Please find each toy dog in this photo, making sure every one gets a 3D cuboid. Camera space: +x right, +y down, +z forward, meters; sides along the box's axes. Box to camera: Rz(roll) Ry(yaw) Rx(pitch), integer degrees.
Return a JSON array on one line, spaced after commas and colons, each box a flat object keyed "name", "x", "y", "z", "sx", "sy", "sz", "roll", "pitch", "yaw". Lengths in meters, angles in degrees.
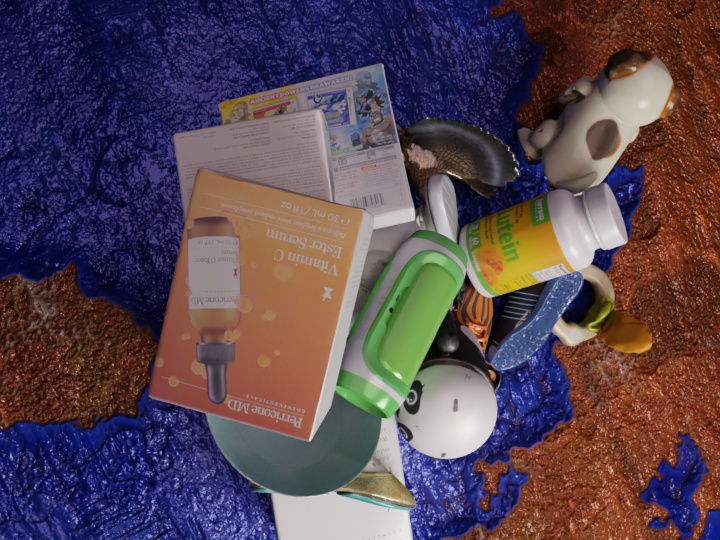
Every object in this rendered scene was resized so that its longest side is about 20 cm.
[{"name": "toy dog", "x": 0.336, "y": -0.214, "z": 0.811, "sx": 0.139, "sy": 0.194, "sz": 0.200, "roll": 39, "pitch": 121, "yaw": -3}]

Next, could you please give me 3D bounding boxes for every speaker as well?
[{"name": "speaker", "x": 0.045, "y": 0.056, "z": 0.639, "sx": 0.088, "sy": 0.088, "sz": 0.201, "roll": 34, "pitch": 70, "yaw": -11}]

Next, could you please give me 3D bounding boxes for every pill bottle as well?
[{"name": "pill bottle", "x": 0.245, "y": -0.043, "z": 0.783, "sx": 0.199, "sy": 0.111, "sz": 0.112, "roll": -21, "pitch": 97, "yaw": 31}]

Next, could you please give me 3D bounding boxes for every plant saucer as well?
[{"name": "plant saucer", "x": -0.073, "y": 0.148, "z": 0.630, "sx": 0.199, "sy": 0.039, "sz": 0.202, "roll": 16, "pitch": 48, "yaw": -18}]

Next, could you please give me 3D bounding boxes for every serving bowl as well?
[{"name": "serving bowl", "x": 0.000, "y": 0.000, "z": 0.711, "sx": 0.198, "sy": 0.066, "sz": 0.202, "roll": -12, "pitch": 119, "yaw": -23}]

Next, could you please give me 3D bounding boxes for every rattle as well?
[{"name": "rattle", "x": 0.331, "y": 0.023, "z": 0.867, "sx": 0.129, "sy": 0.143, "sz": 0.202, "roll": -19, "pitch": 102, "yaw": 8}]

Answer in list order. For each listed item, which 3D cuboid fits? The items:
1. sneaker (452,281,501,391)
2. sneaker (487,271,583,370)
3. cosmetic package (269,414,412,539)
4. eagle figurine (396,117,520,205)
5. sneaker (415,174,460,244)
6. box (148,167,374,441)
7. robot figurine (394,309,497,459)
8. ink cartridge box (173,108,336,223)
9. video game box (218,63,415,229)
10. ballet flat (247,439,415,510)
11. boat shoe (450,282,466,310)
[{"name": "sneaker", "x": 0.170, "y": 0.116, "z": 0.839, "sx": 0.077, "sy": 0.112, "sz": 0.202, "roll": 11, "pitch": 88, "yaw": -14}, {"name": "sneaker", "x": 0.251, "y": 0.059, "z": 0.874, "sx": 0.070, "sy": 0.078, "sz": 0.201, "roll": 20, "pitch": 116, "yaw": -28}, {"name": "cosmetic package", "x": -0.040, "y": 0.264, "z": 0.765, "sx": 0.166, "sy": 0.166, "sz": 0.202, "roll": -10, "pitch": 93, "yaw": -13}, {"name": "eagle figurine", "x": 0.105, "y": -0.153, "z": 0.813, "sx": 0.198, "sy": 0.153, "sz": 0.152, "roll": -10, "pitch": 136, "yaw": 2}, {"name": "sneaker", "x": 0.096, "y": -0.059, "z": 0.786, "sx": 0.070, "sy": 0.200, "sz": 0.074, "roll": 1, "pitch": 63, "yaw": 14}, {"name": "box", "x": -0.083, "y": 0.027, "z": 0.529, "sx": 0.151, "sy": 0.106, "sz": 0.202, "roll": 13, "pitch": 92, "yaw": 5}, {"name": "robot figurine", "x": 0.096, "y": 0.136, "z": 0.711, "sx": 0.124, "sy": 0.200, "sz": 0.151, "roll": -34, "pitch": 110, "yaw": 15}, {"name": "ink cartridge box", "x": -0.102, "y": -0.055, "z": 0.605, "sx": 0.159, "sy": 0.050, "sz": 0.202, "roll": -8, "pitch": 93, "yaw": 6}, {"name": "video game box", "x": -0.052, "y": -0.125, "z": 0.653, "sx": 0.198, "sy": 0.047, "sz": 0.184, "roll": -11, "pitch": 75, "yaw": 5}, {"name": "ballet flat", "x": -0.026, "y": 0.227, "z": 0.654, "sx": 0.198, "sy": 0.071, "sz": 0.071, "roll": 13, "pitch": 88, "yaw": -13}, {"name": "boat shoe", "x": 0.058, "y": 0.021, "z": 0.841, "sx": 0.198, "sy": 0.093, "sz": 0.075, "roll": 13, "pitch": 93, "yaw": 16}]
